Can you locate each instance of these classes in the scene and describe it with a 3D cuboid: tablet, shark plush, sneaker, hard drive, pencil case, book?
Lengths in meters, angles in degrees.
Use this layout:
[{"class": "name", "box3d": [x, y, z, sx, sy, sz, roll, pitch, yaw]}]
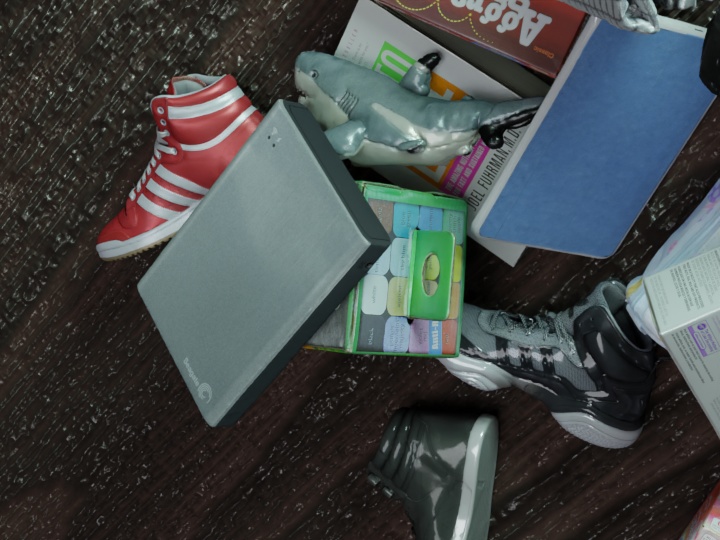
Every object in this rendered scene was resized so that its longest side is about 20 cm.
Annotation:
[{"class": "tablet", "box3d": [0.173, -0.092, 1.079, 0.130, 0.014, 0.200, 9, 128, -28]}, {"class": "shark plush", "box3d": [0.038, -0.118, 1.098, 0.200, 0.091, 0.084, 3, 91, 37]}, {"class": "sneaker", "box3d": [0.143, 0.045, 1.170, 0.200, 0.076, 0.114, 28, 121, 6]}, {"class": "sneaker", "box3d": [0.054, 0.200, 1.288, 0.099, 0.071, 0.201, 15, 112, 22]}, {"class": "sneaker", "box3d": [-0.159, -0.089, 1.257, 0.200, 0.071, 0.113, -27, 103, 25]}, {"class": "hard drive", "box3d": [-0.075, -0.003, 1.102, 0.200, 0.033, 0.140, -49, 56, 28]}, {"class": "pencil case", "box3d": [0.268, -0.028, 1.060, 0.083, 0.091, 0.200, 53, 130, 27]}, {"class": "book", "box3d": [0.067, -0.110, 1.156, 0.200, 0.048, 0.134, 34, 129, 8]}]

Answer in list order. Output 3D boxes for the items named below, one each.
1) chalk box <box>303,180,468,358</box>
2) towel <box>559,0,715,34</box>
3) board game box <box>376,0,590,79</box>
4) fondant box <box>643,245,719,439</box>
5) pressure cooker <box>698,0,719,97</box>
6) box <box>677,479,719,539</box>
[{"class": "chalk box", "box3d": [0.000, 0.000, 1.140, 0.200, 0.124, 0.125, 4, 89, 42]}, {"class": "towel", "box3d": [0.164, -0.253, 0.920, 0.085, 0.166, 0.201, -11, 107, -6]}, {"class": "board game box", "box3d": [0.075, -0.218, 1.072, 0.200, 0.019, 0.103, 27, 95, 23]}, {"class": "fondant box", "box3d": [0.310, 0.030, 1.023, 0.200, 0.058, 0.144, -24, 129, 16]}, {"class": "pressure cooker", "box3d": [0.328, -0.157, 0.927, 0.200, 0.179, 0.176, 25, 141, 14]}, {"class": "box", "box3d": [0.331, 0.258, 1.157, 0.200, 0.095, 0.103, 32, 123, 11]}]
